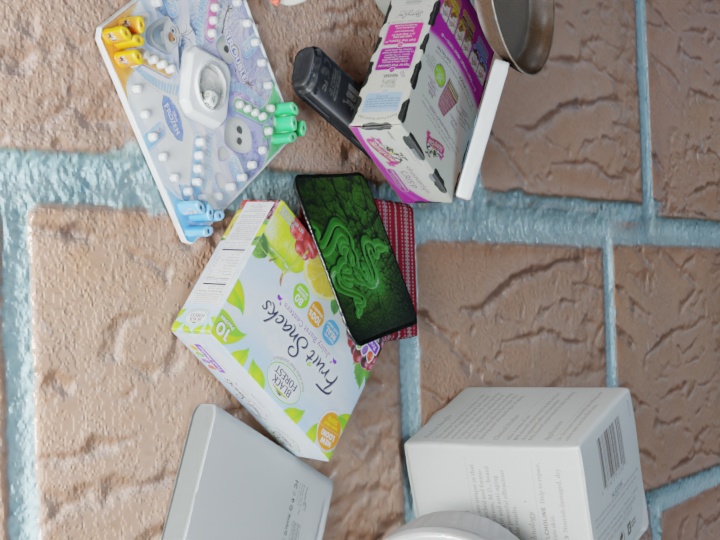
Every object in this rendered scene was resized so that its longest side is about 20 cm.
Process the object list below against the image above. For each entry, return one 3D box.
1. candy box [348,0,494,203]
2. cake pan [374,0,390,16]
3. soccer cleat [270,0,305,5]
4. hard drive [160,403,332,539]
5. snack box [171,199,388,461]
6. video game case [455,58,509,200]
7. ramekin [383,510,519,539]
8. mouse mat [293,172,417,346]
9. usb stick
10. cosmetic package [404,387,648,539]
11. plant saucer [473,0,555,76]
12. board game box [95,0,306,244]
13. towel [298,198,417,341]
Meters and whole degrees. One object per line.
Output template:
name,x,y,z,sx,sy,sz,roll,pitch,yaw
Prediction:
candy box,0.065,-0.186,1.472,0.136,0.061,0.201,52,47,-48
cake pan,0.057,-0.346,1.557,0.200,0.037,0.201,6,84,-58
soccer cleat,-0.092,-0.328,1.295,0.078,0.069,0.200,-80,151,-51
hard drive,-0.094,0.214,1.280,0.200,0.026,0.132,41,54,-50
snack box,-0.065,0.054,1.291,0.200,0.053,0.143,51,55,-39
video game case,0.127,-0.144,1.554,0.200,0.017,0.144,-38,144,-85
ramekin,0.089,0.327,1.423,0.094,0.202,0.203,-42,124,-67
mouse mat,-0.001,-0.015,1.365,0.161,0.008,0.200,70,20,2
usb stick,-0.005,-0.154,1.447,0.200,0.033,0.056,37,60,-52
cosmetic package,0.180,0.228,1.562,0.167,0.199,0.167,-32,116,-56
plant saucer,0.155,-0.300,1.514,0.200,0.032,0.201,-3,90,-64
board game box,-0.127,-0.157,1.254,0.200,0.026,0.201,-52,130,-47
towel,0.000,0.000,1.455,0.200,0.022,0.145,1,88,-59
